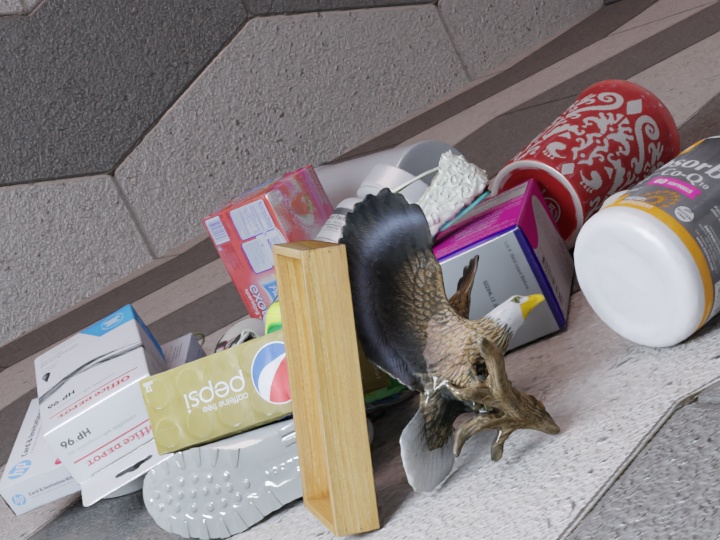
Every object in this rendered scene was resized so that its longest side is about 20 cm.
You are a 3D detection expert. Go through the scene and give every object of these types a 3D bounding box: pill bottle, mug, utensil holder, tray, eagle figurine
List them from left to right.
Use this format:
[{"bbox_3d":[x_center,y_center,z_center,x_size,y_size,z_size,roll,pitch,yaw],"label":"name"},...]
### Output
[{"bbox_3d":[-0.025,0.081,1.020,0.037,0.201,0.099,-7,5,-15],"label":"tray"},{"bbox_3d":[0.000,0.000,1.413,0.200,0.113,0.113,-56,18,-14],"label":"pill bottle"},{"bbox_3d":[0.029,-0.062,1.695,0.199,0.171,0.170,-13,16,48],"label":"utensil holder"},{"bbox_3d":[0.065,0.050,1.037,0.150,0.152,0.200,-10,35,-28],"label":"eagle figurine"},{"bbox_3d":[0.232,-0.085,1.486,0.133,0.178,0.200,21,37,28],"label":"mug"},{"bbox_3d":[0.268,-0.035,1.095,0.200,0.117,0.116,-33,12,-33],"label":"pill bottle"}]

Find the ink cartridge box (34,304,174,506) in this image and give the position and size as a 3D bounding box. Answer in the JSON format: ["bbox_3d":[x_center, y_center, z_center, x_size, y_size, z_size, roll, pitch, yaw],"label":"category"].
[{"bbox_3d":[-0.239,0.123,1.334,0.116,0.068,0.200,-31,28,-2],"label":"ink cartridge box"}]

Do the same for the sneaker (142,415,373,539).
[{"bbox_3d":[-0.082,0.163,1.153,0.199,0.077,0.080,-17,3,15],"label":"sneaker"}]

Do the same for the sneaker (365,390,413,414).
[{"bbox_3d":[-0.004,0.100,1.252,0.200,0.075,0.087,-35,29,-7],"label":"sneaker"}]

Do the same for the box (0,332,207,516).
[{"bbox_3d":[-0.255,0.153,1.419,0.199,0.041,0.156,-23,27,15],"label":"box"}]

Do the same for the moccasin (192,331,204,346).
[{"bbox_3d":[-0.201,0.117,1.621,0.073,0.078,0.201,-29,13,-16],"label":"moccasin"}]

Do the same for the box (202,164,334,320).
[{"bbox_3d":[-0.067,0.002,1.516,0.102,0.201,0.095,-19,13,39],"label":"box"}]

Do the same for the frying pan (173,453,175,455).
[{"bbox_3d":[-0.091,0.119,1.289,0.190,0.115,0.031,-35,49,-24],"label":"frying pan"}]

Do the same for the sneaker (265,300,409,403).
[{"bbox_3d":[0.010,0.081,1.196,0.199,0.084,0.074,15,12,23],"label":"sneaker"}]

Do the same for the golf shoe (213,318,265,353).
[{"bbox_3d":[-0.106,0.094,1.406,0.088,0.077,0.200,-61,9,27],"label":"golf shoe"}]

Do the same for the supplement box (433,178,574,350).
[{"bbox_3d":[0.133,-0.003,1.319,0.103,0.102,0.200,-24,10,18],"label":"supplement box"}]

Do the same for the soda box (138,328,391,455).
[{"bbox_3d":[-0.081,0.093,1.162,0.199,0.068,0.064,-21,-9,25],"label":"soda box"}]

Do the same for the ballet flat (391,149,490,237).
[{"bbox_3d":[0.032,-0.034,1.296,0.200,0.072,0.072,-43,13,-9],"label":"ballet flat"}]

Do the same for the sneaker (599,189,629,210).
[{"bbox_3d":[0.277,-0.044,1.277,0.085,0.077,0.200,-42,7,-39],"label":"sneaker"}]

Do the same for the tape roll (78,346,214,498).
[{"bbox_3d":[-0.226,0.155,1.473,0.202,0.037,0.203,-23,27,13],"label":"tape roll"}]
